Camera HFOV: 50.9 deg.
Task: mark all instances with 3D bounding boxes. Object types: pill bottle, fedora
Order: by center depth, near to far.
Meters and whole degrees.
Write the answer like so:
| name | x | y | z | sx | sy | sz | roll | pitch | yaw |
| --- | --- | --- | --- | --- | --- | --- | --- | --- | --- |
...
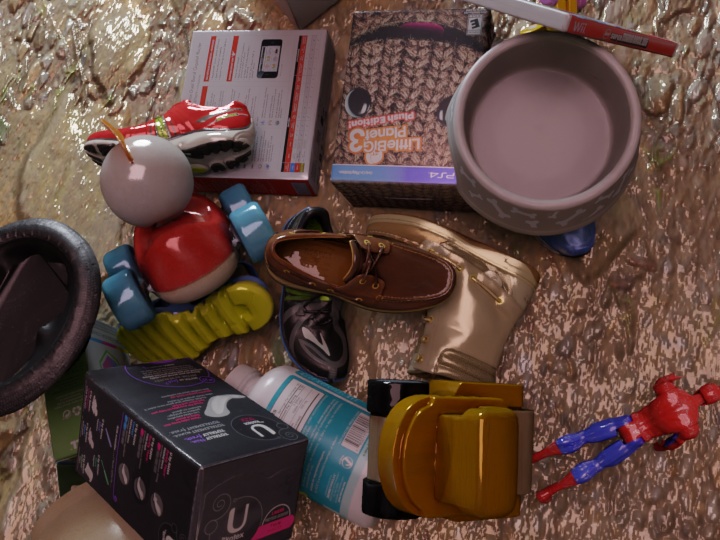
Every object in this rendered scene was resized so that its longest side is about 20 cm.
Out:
| name | x | y | z | sx | sy | sz | roll | pitch | yaw |
| --- | --- | --- | --- | --- | --- | --- | --- | --- | --- |
| fedora | -0.332 | 0.052 | 0.763 | 0.198 | 0.092 | 0.203 | -3 | 72 | 11 |
| pill bottle | -0.052 | 0.169 | 0.778 | 0.199 | 0.111 | 0.112 | 24 | 79 | 17 |

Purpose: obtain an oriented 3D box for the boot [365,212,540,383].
| name | x | y | z | sx | sy | sz | roll | pitch | yaw |
| --- | --- | --- | --- | --- | --- | --- | --- | --- | --- |
| boot | 0.074 | 0.035 | 0.817 | 0.198 | 0.073 | 0.157 | 23 | 80 | 11 |

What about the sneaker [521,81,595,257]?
| name | x | y | z | sx | sy | sz | roll | pitch | yaw |
| --- | --- | --- | --- | --- | --- | --- | --- | --- | --- |
| sneaker | 0.200 | -0.107 | 0.808 | 0.078 | 0.089 | 0.202 | -23 | 94 | 2 |

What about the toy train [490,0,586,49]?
| name | x | y | z | sx | sy | sz | roll | pitch | yaw |
| --- | --- | --- | --- | --- | --- | --- | --- | --- | --- |
| toy train | 0.190 | -0.303 | 0.870 | 0.055 | 0.150 | 0.202 | 7 | 77 | 50 |

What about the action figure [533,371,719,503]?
| name | x | y | z | sx | sy | sz | roll | pitch | yaw |
| --- | --- | --- | --- | --- | --- | --- | --- | --- | --- |
| action figure | 0.265 | 0.161 | 0.754 | 0.199 | 0.099 | 0.066 | -33 | 71 | 24 |

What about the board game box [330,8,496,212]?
| name | x | y | z | sx | sy | sz | roll | pitch | yaw |
| --- | --- | --- | --- | --- | --- | --- | --- | --- | --- |
| board game box | 0.065 | -0.177 | 0.851 | 0.158 | 0.097 | 0.202 | 3 | 79 | 17 |

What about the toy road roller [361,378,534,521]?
| name | x | y | z | sx | sy | sz | roll | pitch | yaw |
| --- | --- | --- | --- | --- | --- | --- | --- | --- | --- |
| toy road roller | 0.101 | 0.163 | 0.669 | 0.198 | 0.145 | 0.124 | 8 | 82 | -34 |

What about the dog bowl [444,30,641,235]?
| name | x | y | z | sx | sy | sz | roll | pitch | yaw |
| --- | --- | --- | --- | --- | --- | --- | --- | --- | --- |
| dog bowl | 0.178 | -0.138 | 0.737 | 0.198 | 0.059 | 0.202 | -1 | 81 | 7 |

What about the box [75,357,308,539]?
| name | x | y | z | sx | sy | sz | roll | pitch | yaw |
| --- | --- | --- | --- | --- | --- | --- | --- | --- | --- |
| box | -0.161 | 0.170 | 0.700 | 0.199 | 0.122 | 0.107 | 22 | 107 | 41 |

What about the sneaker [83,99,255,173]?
| name | x | y | z | sx | sy | sz | roll | pitch | yaw |
| --- | --- | --- | --- | --- | --- | --- | --- | --- | --- |
| sneaker | -0.219 | -0.156 | 0.881 | 0.198 | 0.077 | 0.086 | -4 | 63 | 3 |

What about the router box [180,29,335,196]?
| name | x | y | z | sx | sy | sz | roll | pitch | yaw |
| --- | --- | --- | --- | --- | --- | --- | --- | --- | --- |
| router box | -0.131 | -0.197 | 0.932 | 0.178 | 0.049 | 0.202 | 3 | 75 | 12 |

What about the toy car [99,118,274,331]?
| name | x | y | z | sx | sy | sz | roll | pitch | yaw |
| --- | --- | --- | --- | --- | --- | --- | --- | --- | --- |
| toy car | -0.216 | -0.077 | 0.810 | 0.183 | 0.177 | 0.201 | -28 | 115 | -7 |

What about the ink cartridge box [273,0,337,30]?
| name | x | y | z | sx | sy | sz | roll | pitch | yaw |
| --- | --- | --- | --- | --- | --- | --- | --- | --- | --- |
| ink cartridge box | -0.058 | -0.439 | 0.939 | 0.199 | 0.145 | 0.146 | -38 | 72 | -3 |

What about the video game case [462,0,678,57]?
| name | x | y | z | sx | sy | sz | roll | pitch | yaw |
| --- | --- | --- | --- | --- | --- | --- | --- | --- | --- |
| video game case | 0.211 | -0.252 | 0.766 | 0.143 | 0.199 | 0.018 | 37 | 121 | 41 |

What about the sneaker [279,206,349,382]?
| name | x | y | z | sx | sy | sz | roll | pitch | yaw |
| --- | --- | --- | --- | --- | --- | --- | --- | --- | --- |
| sneaker | -0.049 | 0.023 | 0.830 | 0.070 | 0.083 | 0.202 | 0 | 71 | -24 |

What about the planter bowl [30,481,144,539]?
| name | x | y | z | sx | sy | sz | roll | pitch | yaw |
| --- | --- | --- | --- | --- | --- | --- | --- | --- | --- |
| planter bowl | -0.241 | 0.289 | 0.742 | 0.200 | 0.200 | 0.135 | -41 | 60 | -3 |

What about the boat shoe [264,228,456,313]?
| name | x | y | z | sx | sy | sz | roll | pitch | yaw |
| --- | --- | --- | --- | --- | --- | --- | --- | --- | --- |
| boat shoe | 0.000 | -0.001 | 0.756 | 0.198 | 0.068 | 0.073 | 10 | 82 | 0 |

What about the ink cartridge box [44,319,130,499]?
| name | x | y | z | sx | sy | sz | roll | pitch | yaw |
| --- | --- | --- | --- | --- | --- | --- | --- | --- | --- |
| ink cartridge box | -0.289 | 0.157 | 0.828 | 0.059 | 0.104 | 0.202 | -18 | 71 | 5 |

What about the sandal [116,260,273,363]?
| name | x | y | z | sx | sy | sz | roll | pitch | yaw |
| --- | --- | --- | --- | --- | --- | --- | --- | --- | --- |
| sandal | -0.186 | 0.046 | 0.867 | 0.198 | 0.080 | 0.087 | -18 | 34 | 12 |
